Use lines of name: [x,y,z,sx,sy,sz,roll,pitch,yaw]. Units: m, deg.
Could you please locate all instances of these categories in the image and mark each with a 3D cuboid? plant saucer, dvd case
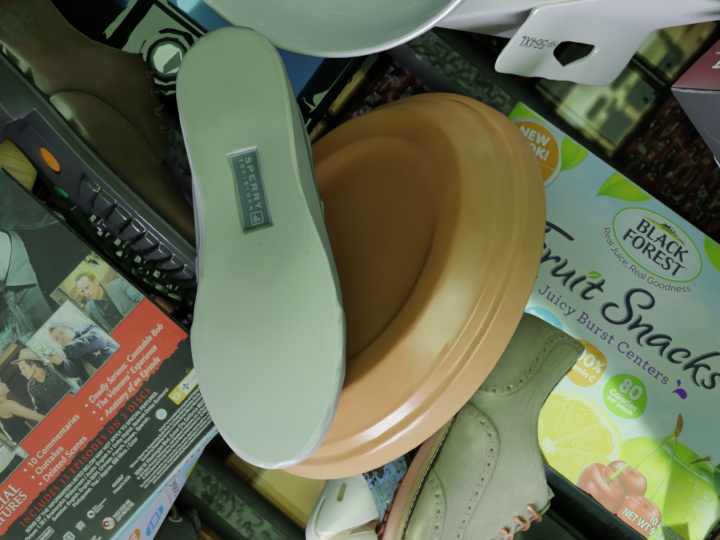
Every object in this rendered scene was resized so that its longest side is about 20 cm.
plant saucer: [0.000,0.000,0.976,0.037,0.200,0.201,33,90,-37]
dvd case: [-0.171,0.043,0.944,0.200,0.022,0.146,40,75,7]

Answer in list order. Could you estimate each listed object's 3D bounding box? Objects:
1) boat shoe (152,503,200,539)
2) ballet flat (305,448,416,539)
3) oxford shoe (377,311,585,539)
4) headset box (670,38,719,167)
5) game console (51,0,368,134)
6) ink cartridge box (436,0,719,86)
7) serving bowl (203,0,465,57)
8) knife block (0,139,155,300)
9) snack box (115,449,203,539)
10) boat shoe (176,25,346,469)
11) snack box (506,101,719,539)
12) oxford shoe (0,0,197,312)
boat shoe: [-0.093,0.152,1.033,0.199,0.070,0.066,25,72,4]
ballet flat: [0.009,0.145,1.008,0.074,0.074,0.201,-15,72,1]
oxford shoe: [0.050,0.111,0.949,0.074,0.071,0.201,18,83,2]
headset box: [0.254,-0.079,0.976,0.200,0.075,0.149,-43,112,-15]
game console: [-0.056,-0.176,1.008,0.172,0.119,0.200,37,90,4]
ink cartridge box: [0.110,-0.193,0.979,0.125,0.128,0.201,-4,89,36]
serving bowl: [-0.005,-0.201,0.931,0.199,0.066,0.201,9,110,27]
knife block: [-0.200,-0.031,1.013,0.200,0.064,0.176,-27,89,-16]
snack box: [-0.189,0.111,0.973,0.168,0.068,0.200,25,72,10]
boat shoe: [-0.041,-0.009,0.937,0.070,0.072,0.202,-9,80,10]
snack box: [0.117,0.033,1.020,0.200,0.053,0.142,36,81,6]
oxford shoe: [-0.113,-0.061,0.970,0.200,0.073,0.084,49,63,-18]
